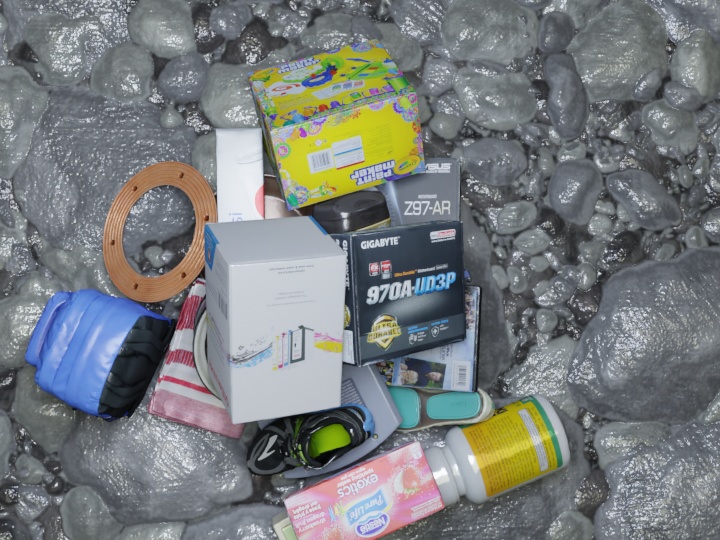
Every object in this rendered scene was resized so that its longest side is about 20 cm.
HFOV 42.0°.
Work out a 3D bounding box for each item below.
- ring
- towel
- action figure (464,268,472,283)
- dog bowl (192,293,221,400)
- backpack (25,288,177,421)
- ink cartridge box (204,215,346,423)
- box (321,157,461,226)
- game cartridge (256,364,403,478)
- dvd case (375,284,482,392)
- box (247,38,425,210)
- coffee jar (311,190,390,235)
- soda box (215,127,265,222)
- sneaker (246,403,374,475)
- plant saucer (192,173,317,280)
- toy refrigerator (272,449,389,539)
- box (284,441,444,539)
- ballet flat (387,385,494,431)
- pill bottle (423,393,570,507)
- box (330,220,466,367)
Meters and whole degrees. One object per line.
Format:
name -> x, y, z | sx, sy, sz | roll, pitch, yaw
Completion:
ring -> -0.279, -0.054, 1.313 | 0.197, 0.019, 0.205 | -6, 75, 25
towel -> -0.201, 0.126, 1.316 | 0.142, 0.023, 0.203 | 19, 95, -21
action figure -> 0.070, 0.065, 1.364 | 0.196, 0.105, 0.198 | -2, 79, 15
dog bowl -> -0.136, 0.082, 1.268 | 0.196, 0.074, 0.204 | -8, 113, -19
backpack -> -0.355, 0.110, 1.245 | 0.165, 0.200, 0.165 | 19, 85, 0
ink cartridge box -> -0.107, 0.056, 1.143 | 0.142, 0.147, 0.204 | -5, 113, -20
box -> 0.043, -0.074, 1.319 | 0.196, 0.044, 0.164 | 1, 78, 10
game cartridge -> -0.044, 0.209, 1.318 | 0.198, 0.041, 0.135 | -28, 86, 20
dvd case -> 0.069, 0.089, 1.303 | 0.196, 0.018, 0.146 | 3, 89, 18
box -> -0.036, -0.206, 1.289 | 0.196, 0.194, 0.124 | -16, 127, -6
coffee jar -> 0.000, 0.000, 1.232 | 0.103, 0.085, 0.204 | -21, 107, -38
soda box -> -0.167, -0.094, 1.311 | 0.067, 0.063, 0.204 | -1, 87, -7
sneaker -> -0.076, 0.232, 1.270 | 0.197, 0.083, 0.072 | -20, 93, 22
plant saucer -> -0.143, -0.037, 1.360 | 0.196, 0.037, 0.205 | 0, 87, -6
toy refrigerator -> -0.022, 0.341, 1.332 | 0.198, 0.070, 0.077 | -28, 89, -8
box -> 0.003, 0.310, 1.255 | 0.197, 0.100, 0.097 | -22, 81, -7
ballet flat -> 0.099, 0.200, 1.343 | 0.197, 0.062, 0.069 | -2, 75, 30
pill bottle -> 0.188, 0.262, 1.338 | 0.197, 0.113, 0.115 | -21, 89, -7
box -> 0.052, 0.024, 1.192 | 0.198, 0.046, 0.162 | -8, 99, -41
